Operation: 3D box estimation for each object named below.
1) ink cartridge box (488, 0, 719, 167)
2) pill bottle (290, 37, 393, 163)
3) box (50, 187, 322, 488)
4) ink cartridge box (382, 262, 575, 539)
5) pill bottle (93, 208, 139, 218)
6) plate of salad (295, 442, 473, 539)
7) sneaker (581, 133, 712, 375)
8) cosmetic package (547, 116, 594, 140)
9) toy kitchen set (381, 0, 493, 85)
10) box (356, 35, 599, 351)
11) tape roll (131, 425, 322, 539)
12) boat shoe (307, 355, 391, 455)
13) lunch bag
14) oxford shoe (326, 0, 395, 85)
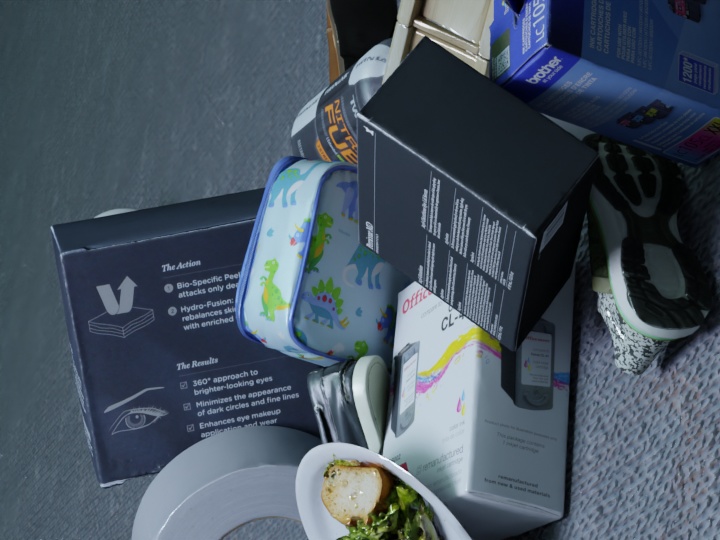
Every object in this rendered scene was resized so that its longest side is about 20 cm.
[{"bbox_3d":[0.160,-0.164,1.273,0.076,0.199,0.137,-40,40,53],"label":"ink cartridge box"},{"bbox_3d":[0.025,-0.139,1.703,0.200,0.106,0.107,-34,45,58],"label":"pill bottle"},{"bbox_3d":[-0.140,0.051,1.604,0.117,0.196,0.201,-136,38,-72],"label":"box"},{"bbox_3d":[0.084,0.094,1.429,0.148,0.085,0.201,-38,43,57],"label":"ink cartridge box"},{"bbox_3d":[-0.274,0.029,2.287,0.115,0.114,0.200,-59,27,33],"label":"pill bottle"},{"bbox_3d":[0.020,0.212,1.393,0.048,0.200,0.200,-38,0,-34],"label":"plate of salad"},{"bbox_3d":[0.174,-0.012,1.315,0.200,0.077,0.089,-94,21,-45],"label":"sneaker"},{"bbox_3d":[0.140,-0.126,1.467,0.200,0.071,0.102,-61,25,27],"label":"cosmetic package"},{"bbox_3d":[0.011,-0.206,1.372,0.180,0.163,0.201,-36,-34,-50],"label":"toy kitchen set"},{"bbox_3d":[0.073,-0.046,1.293,0.079,0.141,0.200,-52,-14,-18],"label":"box"},{"bbox_3d":[-0.082,0.228,1.578,0.201,0.200,0.066,-67,24,17],"label":"tape roll"},{"bbox_3d":[-0.002,0.161,1.502,0.075,0.066,0.200,-55,-42,-57],"label":"boat shoe"},{"bbox_3d":[0.000,0.000,1.542,0.082,0.200,0.161,8,83,44],"label":"lunch bag"},{"bbox_3d":[-0.009,-0.217,1.891,0.071,0.071,0.201,128,149,-52],"label":"oxford shoe"}]
